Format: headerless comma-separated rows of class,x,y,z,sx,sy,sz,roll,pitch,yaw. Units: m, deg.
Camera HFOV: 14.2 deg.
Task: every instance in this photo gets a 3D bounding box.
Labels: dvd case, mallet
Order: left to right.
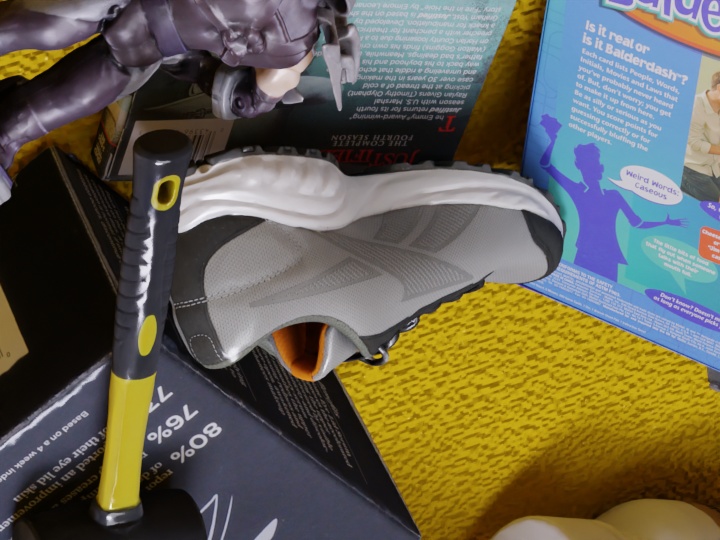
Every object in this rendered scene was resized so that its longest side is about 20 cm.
mallet,-0.085,0.040,0.959,0.066,0.041,0.200,-15,134,-20
dvd case,-0.005,-0.113,1.014,0.146,0.022,0.200,-3,132,-27

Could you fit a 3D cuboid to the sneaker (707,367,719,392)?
sneaker,0.226,0.036,1.271,0.200,0.106,0.075,6,104,-67

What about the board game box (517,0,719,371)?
board game box,0.138,-0.051,1.066,0.045,0.152,0.200,-51,158,-41

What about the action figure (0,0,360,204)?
action figure,-0.079,-0.082,0.941,0.199,0.069,0.130,-19,135,3

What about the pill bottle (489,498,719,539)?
pill bottle,0.151,0.162,1.312,0.200,0.114,0.114,9,127,-36

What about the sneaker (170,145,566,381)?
sneaker,0.000,0.000,1.046,0.074,0.080,0.200,-12,172,43

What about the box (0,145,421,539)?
box,-0.097,0.072,1.088,0.148,0.104,0.200,-37,139,10
